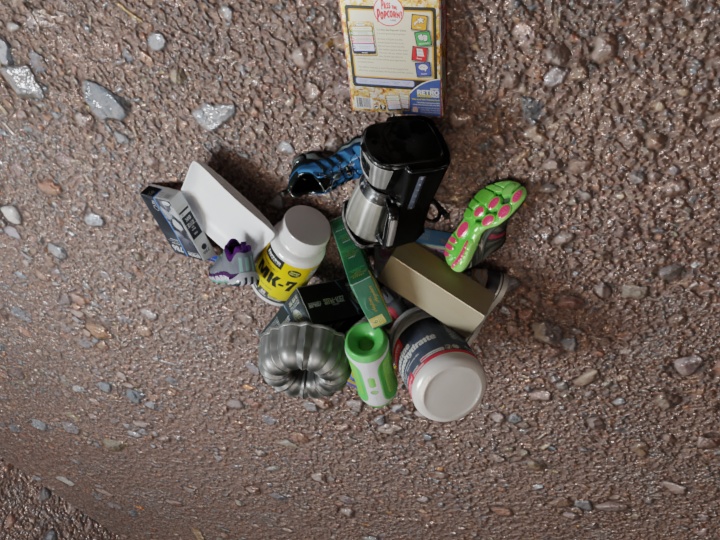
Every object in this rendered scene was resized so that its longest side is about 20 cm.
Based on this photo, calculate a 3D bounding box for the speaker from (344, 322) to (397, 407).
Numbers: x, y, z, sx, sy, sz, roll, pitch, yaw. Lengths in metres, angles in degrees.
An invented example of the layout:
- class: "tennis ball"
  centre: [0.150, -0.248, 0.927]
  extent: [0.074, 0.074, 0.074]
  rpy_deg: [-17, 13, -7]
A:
- class: "speaker"
  centre: [0.023, 0.182, 1.397]
  extent: [0.087, 0.089, 0.201]
  rpy_deg: [6, 145, 14]

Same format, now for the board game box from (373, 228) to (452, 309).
- class: "board game box"
  centre: [0.102, 0.002, 1.431]
  extent: [0.151, 0.041, 0.201]
  rpy_deg: [11, 137, 10]

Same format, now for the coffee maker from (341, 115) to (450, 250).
- class: "coffee maker"
  centre: [0.072, -0.149, 1.201]
  extent: [0.135, 0.191, 0.201]
  rpy_deg: [48, 148, 19]

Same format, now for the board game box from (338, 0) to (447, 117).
- class: "board game box"
  centre: [0.052, -0.329, 1.097]
  extent: [0.150, 0.047, 0.201]
  rpy_deg: [7, 137, 14]

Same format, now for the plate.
- class: "plate"
  centre: [-0.258, -0.108, 1.417]
  extent: [0.199, 0.032, 0.200]
  rpy_deg: [41, 149, -5]

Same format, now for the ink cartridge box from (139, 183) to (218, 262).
- class: "ink cartridge box"
  centre: [-0.363, -0.082, 1.500]
  extent: [0.099, 0.039, 0.201]
  rpy_deg: [14, 142, 37]

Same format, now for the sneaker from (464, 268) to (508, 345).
- class: "sneaker"
  centre: [0.210, 0.070, 1.436]
  extent: [0.079, 0.079, 0.201]
  rpy_deg: [19, 128, -7]

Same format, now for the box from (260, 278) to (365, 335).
- class: "box"
  centre: [-0.089, 0.107, 1.518]
  extent: [0.162, 0.087, 0.200]
  rpy_deg: [-9, 154, -37]

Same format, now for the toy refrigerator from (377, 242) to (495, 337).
- class: "toy refrigerator"
  centre: [0.138, 0.028, 1.343]
  extent: [0.199, 0.070, 0.076]
  rpy_deg: [33, 138, 3]

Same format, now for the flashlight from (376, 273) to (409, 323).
- class: "flashlight"
  centre: [0.072, 0.096, 1.463]
  extent: [0.068, 0.068, 0.201]
  rpy_deg: [10, 143, 49]

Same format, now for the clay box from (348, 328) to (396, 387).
- class: "clay box"
  centre: [0.018, 0.197, 1.663]
  extent: [0.114, 0.048, 0.200]
  rpy_deg: [27, 138, -8]

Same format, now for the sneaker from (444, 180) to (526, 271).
- class: "sneaker"
  centre: [0.223, -0.081, 1.288]
  extent: [0.083, 0.077, 0.200]
  rpy_deg: [-5, 144, -43]

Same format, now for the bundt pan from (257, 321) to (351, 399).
- class: "bundt pan"
  centre: [-0.107, 0.186, 1.432]
  extent: [0.199, 0.076, 0.203]
  rpy_deg: [3, 143, 2]

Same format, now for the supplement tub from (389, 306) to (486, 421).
- class: "supplement tub"
  centre: [0.138, 0.168, 1.366]
  extent: [0.138, 0.200, 0.142]
  rpy_deg: [-6, 118, -12]

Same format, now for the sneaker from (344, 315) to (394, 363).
- class: "sneaker"
  centre: [0.035, 0.146, 1.486]
  extent: [0.078, 0.100, 0.200]
  rpy_deg: [-39, 161, 6]

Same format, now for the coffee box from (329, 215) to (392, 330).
- class: "coffee box"
  centre: [0.000, 0.000, 1.353]
  extent: [0.044, 0.201, 0.124]
  rpy_deg: [-23, 128, 3]

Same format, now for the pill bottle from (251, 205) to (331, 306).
- class: "pill bottle"
  centre: [-0.135, -0.029, 1.435]
  extent: [0.113, 0.115, 0.200]
  rpy_deg: [26, 138, -8]

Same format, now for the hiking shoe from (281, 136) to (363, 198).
- class: "hiking shoe"
  centre: [-0.038, -0.167, 1.271]
  extent: [0.198, 0.087, 0.075]
  rpy_deg: [-12, 130, 30]

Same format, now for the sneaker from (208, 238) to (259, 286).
- class: "sneaker"
  centre: [-0.249, -0.021, 1.453]
  extent: [0.199, 0.074, 0.089]
  rpy_deg: [6, 102, 59]
